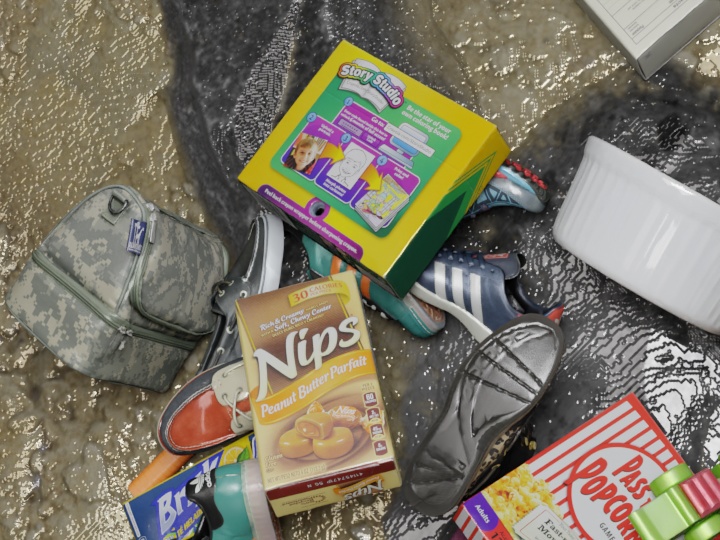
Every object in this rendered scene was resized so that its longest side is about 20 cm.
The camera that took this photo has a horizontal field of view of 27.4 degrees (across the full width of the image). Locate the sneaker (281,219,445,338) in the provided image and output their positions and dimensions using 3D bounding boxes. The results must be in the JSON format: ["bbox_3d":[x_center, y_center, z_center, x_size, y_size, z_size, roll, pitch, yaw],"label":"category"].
[{"bbox_3d":[0.000,0.000,1.443,0.200,0.071,0.080,49,113,16],"label":"sneaker"}]

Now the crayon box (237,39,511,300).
[{"bbox_3d":[0.011,-0.098,1.377,0.199,0.058,0.173,34,82,31],"label":"crayon box"}]

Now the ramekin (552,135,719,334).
[{"bbox_3d":[0.264,-0.028,1.292,0.199,0.200,0.098,32,98,20],"label":"ramekin"}]

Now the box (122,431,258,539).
[{"bbox_3d":[-0.128,0.214,1.441,0.198,0.070,0.065,-30,71,11],"label":"box"}]

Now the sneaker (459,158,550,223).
[{"bbox_3d":[0.089,-0.072,1.426,0.198,0.079,0.097,16,94,28],"label":"sneaker"}]

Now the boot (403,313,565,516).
[{"bbox_3d":[0.125,0.133,1.330,0.073,0.150,0.201,32,93,21],"label":"boot"}]

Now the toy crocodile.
[{"bbox_3d":[0.315,0.187,1.270,0.198,0.062,0.068,-17,66,-26],"label":"toy crocodile"}]

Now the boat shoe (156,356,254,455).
[{"bbox_3d":[-0.100,0.116,1.394,0.198,0.063,0.072,-27,103,-13],"label":"boat shoe"}]

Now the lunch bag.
[{"bbox_3d":[-0.225,0.013,1.438,0.139,0.200,0.169,34,92,24],"label":"lunch bag"}]

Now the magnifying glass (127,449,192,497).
[{"bbox_3d":[-0.158,0.158,1.487,0.200,0.022,0.080,-45,71,7],"label":"magnifying glass"}]

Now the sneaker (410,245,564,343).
[{"bbox_3d":[0.105,0.002,1.384,0.199,0.075,0.085,37,113,3],"label":"sneaker"}]

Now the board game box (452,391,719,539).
[{"bbox_3d":[0.205,0.223,1.298,0.199,0.046,0.152,-30,71,-20],"label":"board game box"}]

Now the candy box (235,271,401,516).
[{"bbox_3d":[-0.040,0.107,1.311,0.114,0.056,0.202,-14,55,1],"label":"candy box"}]

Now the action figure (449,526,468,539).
[{"bbox_3d":[0.074,0.321,1.362,0.149,0.134,0.200,39,111,-22],"label":"action figure"}]

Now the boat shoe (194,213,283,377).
[{"bbox_3d":[-0.121,0.040,1.444,0.056,0.069,0.203,14,85,-18],"label":"boat shoe"}]

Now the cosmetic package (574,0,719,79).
[{"bbox_3d":[0.243,-0.294,1.405,0.103,0.073,0.201,-39,72,8],"label":"cosmetic package"}]

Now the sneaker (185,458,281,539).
[{"bbox_3d":[-0.114,0.260,1.373,0.079,0.072,0.202,-8,122,0],"label":"sneaker"}]
